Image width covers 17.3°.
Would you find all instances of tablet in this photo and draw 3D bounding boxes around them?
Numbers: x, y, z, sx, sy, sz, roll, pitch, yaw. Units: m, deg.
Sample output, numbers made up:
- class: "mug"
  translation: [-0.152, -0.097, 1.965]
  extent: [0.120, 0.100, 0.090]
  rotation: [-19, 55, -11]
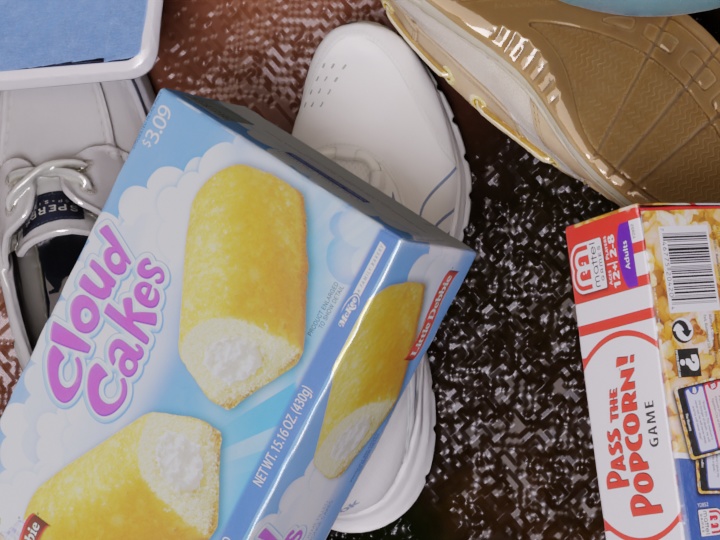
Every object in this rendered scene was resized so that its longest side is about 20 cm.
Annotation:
- class: "tablet"
  translation: [-0.131, -0.170, 0.973]
  extent: [0.129, 0.014, 0.201]
  rotation: [-2, 72, 23]

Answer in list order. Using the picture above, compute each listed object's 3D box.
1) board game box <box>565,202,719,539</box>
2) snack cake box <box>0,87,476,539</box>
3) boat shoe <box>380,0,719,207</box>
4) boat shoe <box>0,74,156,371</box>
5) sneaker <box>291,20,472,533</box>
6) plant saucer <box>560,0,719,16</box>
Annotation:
- class: "board game box"
  translation: [0.174, 0.052, 0.838]
  extent: [0.199, 0.046, 0.153]
  rotation: [-2, 81, -30]
- class: "snack cake box"
  translation: [-0.059, 0.050, 0.855]
  extent: [0.115, 0.067, 0.201]
  rotation: [32, 101, 24]
- class: "boat shoe"
  translation: [0.081, -0.078, 0.919]
  extent: [0.200, 0.069, 0.074]
  rotation: [44, 77, 8]
- class: "boat shoe"
  translation: [-0.117, -0.017, 0.953]
  extent: [0.071, 0.066, 0.202]
  rotation: [-7, 83, 11]
- class: "sneaker"
  translation: [0.000, 0.000, 0.918]
  extent: [0.074, 0.087, 0.202]
  rotation: [-1, 83, 13]
- class: "plant saucer"
  translation: [0.109, -0.196, 0.879]
  extent: [0.199, 0.027, 0.202]
  rotation: [-1, 84, 7]
